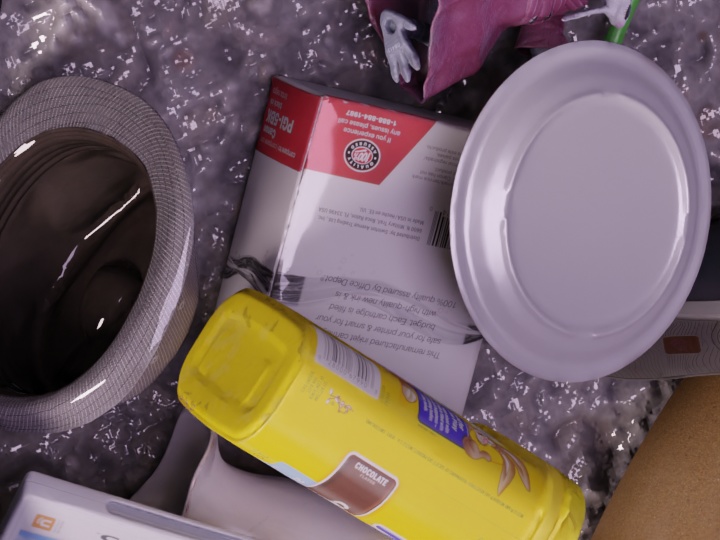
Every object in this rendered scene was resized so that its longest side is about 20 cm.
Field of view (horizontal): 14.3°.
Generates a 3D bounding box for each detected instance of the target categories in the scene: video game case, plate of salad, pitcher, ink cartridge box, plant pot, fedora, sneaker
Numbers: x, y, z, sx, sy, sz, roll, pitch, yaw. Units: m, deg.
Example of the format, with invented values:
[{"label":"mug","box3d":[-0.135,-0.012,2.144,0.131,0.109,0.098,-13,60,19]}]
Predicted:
[{"label":"video game case","box3d":[-0.135,0.205,1.638,0.182,0.022,0.200,18,134,-13]},{"label":"plate of salad","box3d":[0.125,-0.035,1.678,0.200,0.048,0.201,-7,101,-36]},{"label":"pitcher","box3d":[-0.065,0.191,1.710,0.200,0.121,0.172,33,119,-25]},{"label":"ink cartridge box","box3d":[0.000,0.000,1.698,0.146,0.083,0.200,12,98,-26]},{"label":"plant pot","box3d":[0.242,0.147,1.803,0.186,0.186,0.200,22,81,-27]},{"label":"fedora","box3d":[-0.149,0.000,1.609,0.090,0.177,0.200,22,85,-56]},{"label":"sneaker","box3d":[0.196,0.007,1.787,0.199,0.106,0.075,4,138,11]}]

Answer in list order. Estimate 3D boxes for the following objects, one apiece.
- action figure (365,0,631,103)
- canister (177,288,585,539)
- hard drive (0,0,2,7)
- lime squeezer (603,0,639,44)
[{"label":"action figure","box3d":[0.087,-0.169,1.706,0.200,0.149,0.134,-14,143,-37]},{"label":"canister","box3d":[0.009,0.098,1.598,0.200,0.148,0.087,33,88,-25]},{"label":"hard drive","box3d":[-0.302,-0.117,1.563,0.200,0.033,0.140,10,98,-25]},{"label":"lime squeezer","box3d":[0.157,-0.097,1.770,0.070,0.038,0.201,-4,103,-23]}]
